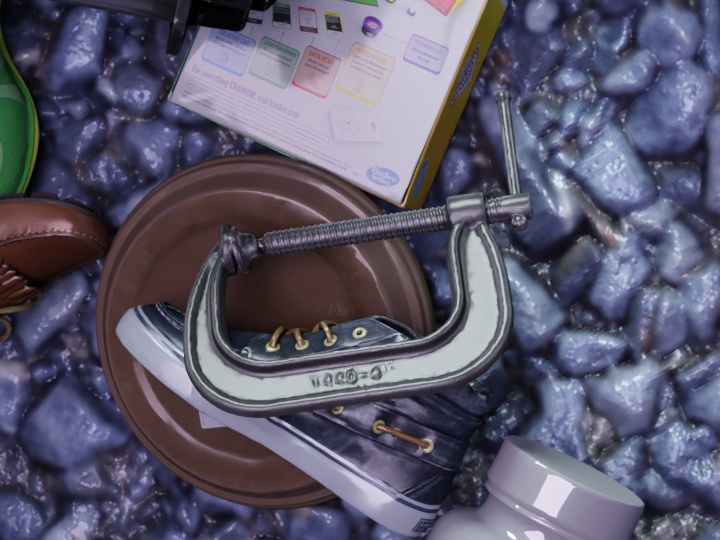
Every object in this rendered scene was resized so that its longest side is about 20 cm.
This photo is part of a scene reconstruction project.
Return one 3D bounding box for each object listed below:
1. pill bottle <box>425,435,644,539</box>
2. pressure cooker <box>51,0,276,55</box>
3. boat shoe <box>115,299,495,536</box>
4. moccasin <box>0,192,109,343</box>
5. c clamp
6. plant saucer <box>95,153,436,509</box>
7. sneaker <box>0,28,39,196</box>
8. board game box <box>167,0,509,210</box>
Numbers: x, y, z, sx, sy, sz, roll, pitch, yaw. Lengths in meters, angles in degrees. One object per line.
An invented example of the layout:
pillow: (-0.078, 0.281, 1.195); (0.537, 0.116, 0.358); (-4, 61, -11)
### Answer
pill bottle: (0.071, 0.194, 1.582); (0.111, 0.111, 0.201); (27, 97, 16)
pressure cooker: (-0.113, -0.221, 1.567); (0.199, 0.179, 0.177); (10, 115, -7)
boat shoe: (-0.028, 0.051, 1.595); (0.200, 0.071, 0.091); (32, 98, 8)
moccasin: (-0.231, 0.013, 1.691); (0.200, 0.074, 0.078); (-18, 60, 15)
c clamp: (0.000, 0.000, 1.574); (0.199, 0.027, 0.172); (-13, 57, 0)
plant saucer: (-0.056, 0.037, 1.647); (0.199, 0.029, 0.201); (4, 104, 17)
sneaker: (-0.233, -0.124, 1.688); (0.074, 0.084, 0.201); (-2, 102, 25)
board game box: (0.002, -0.154, 1.648); (0.152, 0.040, 0.201); (25, 96, 16)
